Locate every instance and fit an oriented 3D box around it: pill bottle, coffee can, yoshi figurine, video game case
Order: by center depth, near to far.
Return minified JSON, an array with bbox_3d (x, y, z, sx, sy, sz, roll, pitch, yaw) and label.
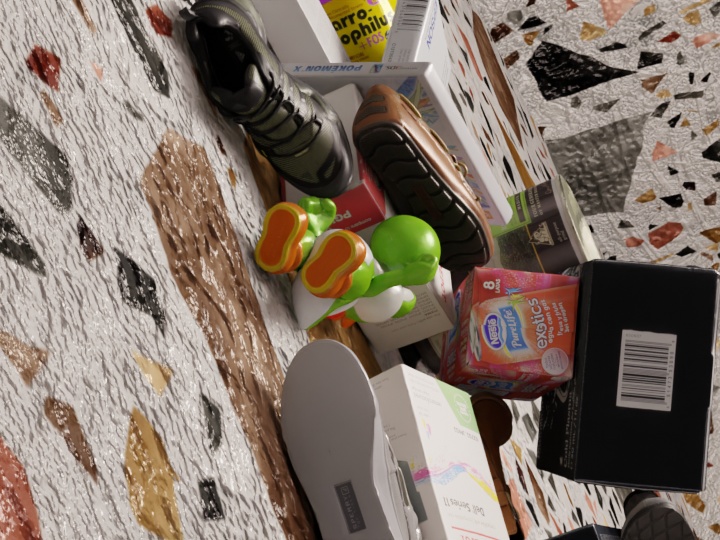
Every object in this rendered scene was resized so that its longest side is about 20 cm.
[{"bbox_3d":[0.004,-0.015,1.287,0.200,0.112,0.113,23,53,-64],"label":"yoshi figurine"},{"bbox_3d":[0.029,-0.118,1.492,0.022,0.182,0.200,-60,136,-29],"label":"video game case"},{"bbox_3d":[0.145,0.004,1.657,0.146,0.200,0.147,-23,90,-77],"label":"coffee can"},{"bbox_3d":[-0.013,-0.297,1.737,0.200,0.104,0.104,63,14,-16],"label":"pill bottle"}]

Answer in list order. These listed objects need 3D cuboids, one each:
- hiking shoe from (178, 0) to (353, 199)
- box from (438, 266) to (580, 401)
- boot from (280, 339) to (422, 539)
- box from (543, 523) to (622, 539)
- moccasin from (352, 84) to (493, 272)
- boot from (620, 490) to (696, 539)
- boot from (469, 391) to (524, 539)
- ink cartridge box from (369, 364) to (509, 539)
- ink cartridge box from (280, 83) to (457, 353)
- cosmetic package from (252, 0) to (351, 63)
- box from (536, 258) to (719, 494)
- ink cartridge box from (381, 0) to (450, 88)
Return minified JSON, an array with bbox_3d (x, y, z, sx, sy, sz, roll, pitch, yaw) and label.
[{"bbox_3d":[-0.083,-0.133,1.282,0.200,0.076,0.101,53,24,-8],"label":"hiking shoe"},{"bbox_3d":[0.136,0.063,1.482,0.200,0.099,0.096,111,-16,-78],"label":"box"},{"bbox_3d":[-0.004,0.151,1.146,0.096,0.073,0.201,31,46,-78],"label":"boot"},{"bbox_3d":[0.173,0.300,1.401,0.200,0.148,0.107,28,42,-69],"label":"box"},{"bbox_3d":[0.057,-0.077,1.383,0.201,0.074,0.078,48,33,-30],"label":"moccasin"},{"bbox_3d":[0.256,0.238,1.387,0.132,0.070,0.200,-100,173,-51],"label":"boot"},{"bbox_3d":[0.117,0.189,1.452,0.155,0.077,0.200,59,14,23],"label":"boot"},{"bbox_3d":[0.058,0.186,1.242,0.117,0.067,0.200,27,43,-54],"label":"ink cartridge box"},{"bbox_3d":[0.006,-0.044,1.441,0.147,0.083,0.200,-96,159,-48],"label":"ink cartridge box"},{"bbox_3d":[-0.046,-0.210,1.579,0.083,0.051,0.200,-85,150,-57],"label":"cosmetic package"},{"bbox_3d":[0.245,0.098,1.471,0.197,0.124,0.201,118,-23,-85],"label":"box"},{"bbox_3d":[0.057,-0.162,1.644,0.200,0.043,0.197,69,30,-57],"label":"ink cartridge box"}]
